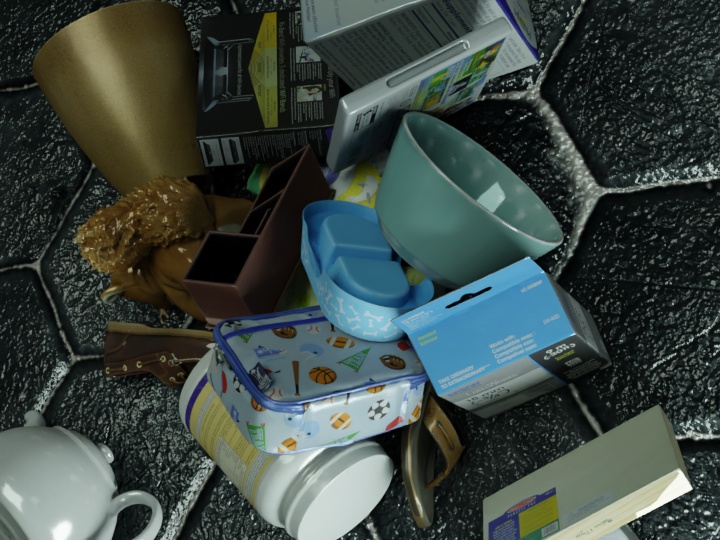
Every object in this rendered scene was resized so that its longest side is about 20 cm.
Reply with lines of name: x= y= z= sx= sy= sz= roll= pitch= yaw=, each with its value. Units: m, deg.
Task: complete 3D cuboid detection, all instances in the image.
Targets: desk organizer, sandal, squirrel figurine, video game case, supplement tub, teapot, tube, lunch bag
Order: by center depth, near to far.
lunch bag: x=-0.046 y=0.094 z=1.216 sx=0.160 sy=0.200 sz=0.076 roll=51 pitch=138 yaw=45
sandal: x=0.080 y=0.156 z=1.268 sx=0.054 sy=0.082 sz=0.200 roll=3 pitch=68 yaw=20
video game case: x=0.053 y=-0.173 z=1.282 sx=0.182 sy=0.200 sz=0.022 roll=-28 pitch=82 yaw=-10
supplement tub: x=-0.076 y=0.168 z=1.295 sx=0.145 sy=0.145 sz=0.200 roll=-49 pitch=60 yaw=5
desk organizer: x=-0.104 y=-0.037 z=1.320 sx=0.072 sy=0.077 sz=0.200 roll=6 pitch=53 yaw=27
tube: x=-0.007 y=0.022 z=1.365 sx=0.200 sy=0.058 sz=0.052 roll=0 pitch=117 yaw=32
teapot: x=-0.331 y=0.245 z=1.398 sx=0.146 sy=0.197 sz=0.200 roll=-36 pitch=90 yaw=-30
squirrel figurine: x=-0.219 y=-0.024 z=1.399 sx=0.186 sy=0.200 sz=0.142 roll=-8 pitch=54 yaw=39

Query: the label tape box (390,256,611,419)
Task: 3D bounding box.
label tape box: x=0.136 y=0.070 z=1.189 sx=0.144 sy=0.200 sz=0.063 roll=-26 pitch=64 yaw=17

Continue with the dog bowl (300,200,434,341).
dog bowl: x=0.000 y=0.000 z=1.268 sx=0.200 sy=0.111 sz=0.050 roll=-115 pitch=36 yaw=-53

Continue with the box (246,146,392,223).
box: x=-0.038 y=-0.108 z=1.422 sx=0.200 sy=0.048 sz=0.117 roll=27 pitch=87 yaw=32

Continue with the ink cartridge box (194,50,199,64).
ink cartridge box: x=-0.209 y=-0.167 z=1.533 sx=0.095 sy=0.037 sz=0.200 roll=16 pitch=83 yaw=30

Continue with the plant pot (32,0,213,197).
plant pot: x=-0.251 y=-0.171 z=1.447 sx=0.186 sy=0.186 sz=0.200 roll=-28 pitch=77 yaw=16

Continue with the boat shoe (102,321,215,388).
boat shoe: x=-0.207 y=0.098 z=1.429 sx=0.200 sy=0.070 sz=0.070 roll=1 pitch=79 yaw=34

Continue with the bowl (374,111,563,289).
bowl: x=0.094 y=-0.055 z=1.268 sx=0.105 sy=0.201 sz=0.201 roll=-52 pitch=58 yaw=21

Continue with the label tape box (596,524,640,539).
label tape box: x=0.234 y=0.337 z=1.135 sx=0.143 sy=0.066 sz=0.200 roll=-43 pitch=59 yaw=8

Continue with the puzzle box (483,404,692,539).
puzzle box: x=0.202 y=0.206 z=1.164 sx=0.200 sy=0.133 sz=0.025 roll=-32 pitch=104 yaw=15

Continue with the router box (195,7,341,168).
router box: x=-0.101 y=-0.208 z=1.419 sx=0.157 sy=0.052 sz=0.200 roll=-5 pitch=51 yaw=2

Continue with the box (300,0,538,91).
box: x=0.063 y=-0.274 z=1.346 sx=0.200 sy=0.184 sz=0.105 roll=-15 pitch=66 yaw=21
